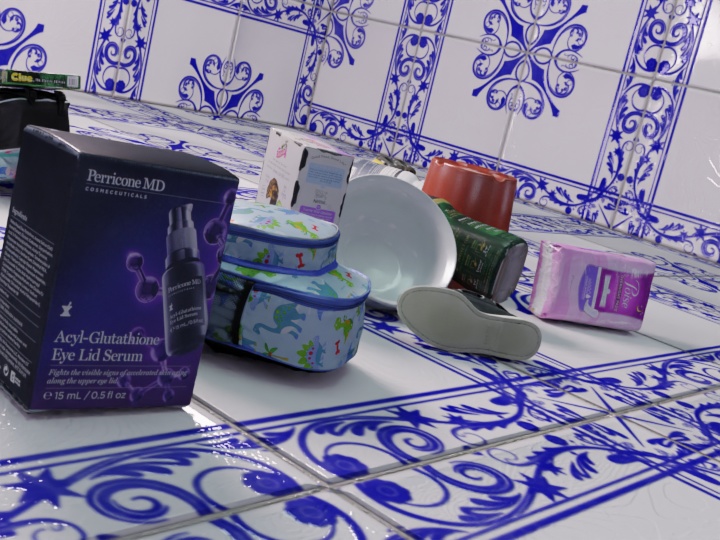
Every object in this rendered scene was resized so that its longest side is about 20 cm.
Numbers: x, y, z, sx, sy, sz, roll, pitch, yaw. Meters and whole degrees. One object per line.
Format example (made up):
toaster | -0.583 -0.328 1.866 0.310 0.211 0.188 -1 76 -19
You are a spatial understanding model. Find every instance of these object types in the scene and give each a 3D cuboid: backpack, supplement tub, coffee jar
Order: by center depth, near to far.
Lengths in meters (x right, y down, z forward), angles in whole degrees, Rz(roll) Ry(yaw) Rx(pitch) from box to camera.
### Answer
backpack | -0.089 0.014 0.994 0.197 0.149 0.183 19 14 9
coffee jar | 0.148 -0.037 1.466 0.199 0.106 0.085 30 25 31
backpack | -0.558 -0.210 1.474 0.197 0.153 0.177 10 11 16
supplement tub | 0.031 -0.134 1.871 0.198 0.142 0.140 18 12 19

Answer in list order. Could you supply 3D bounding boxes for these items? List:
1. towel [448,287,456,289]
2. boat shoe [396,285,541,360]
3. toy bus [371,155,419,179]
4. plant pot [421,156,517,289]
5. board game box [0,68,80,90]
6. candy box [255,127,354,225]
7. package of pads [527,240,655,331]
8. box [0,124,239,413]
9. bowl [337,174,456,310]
towel | 0.105 0.034 1.456 0.197 0.023 0.145 14 11 -1
boat shoe | 0.130 0.061 1.226 0.197 0.076 0.066 11 9 -16
toy bus | 0.098 -0.139 2.051 0.191 0.137 0.199 33 14 20
plant pot | 0.165 -0.076 1.615 0.198 0.198 0.201 13 11 -3
board game box | -0.491 -0.282 1.444 0.104 0.024 0.199 2 8 -31
candy box | -0.087 -0.072 1.273 0.071 0.203 0.168 9 13 -22
package of pads | 0.371 0.026 1.567 0.197 0.122 0.076 9 7 -23
box | -0.201 0.000 0.779 0.147 0.203 0.104 3 15 -42
bowl | 0.027 -0.024 1.349 0.198 0.204 0.090 10 -30 -19
